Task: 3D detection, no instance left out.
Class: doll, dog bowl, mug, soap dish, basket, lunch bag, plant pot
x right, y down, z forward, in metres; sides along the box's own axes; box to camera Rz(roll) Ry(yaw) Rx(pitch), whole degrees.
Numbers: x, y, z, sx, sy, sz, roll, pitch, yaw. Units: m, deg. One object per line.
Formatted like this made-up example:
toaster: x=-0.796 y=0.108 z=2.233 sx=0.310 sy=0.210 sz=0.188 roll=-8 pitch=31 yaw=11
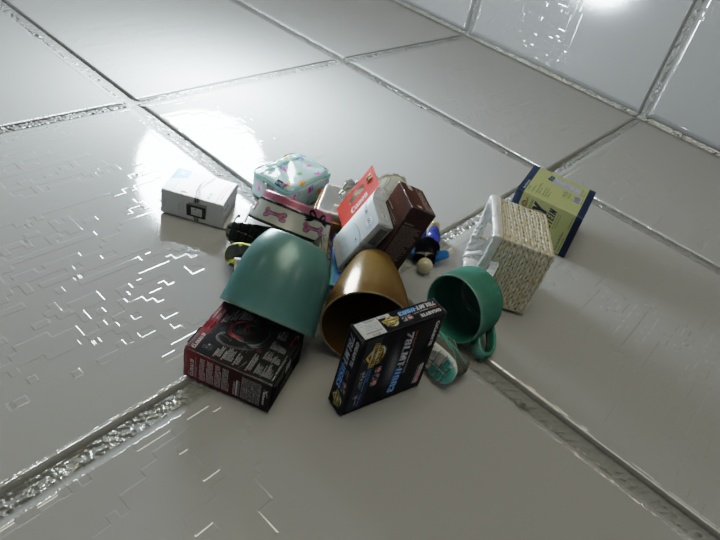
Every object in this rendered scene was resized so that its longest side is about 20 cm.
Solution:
doll: x=0.174 y=-0.062 z=1.603 sx=0.133 sy=0.049 sz=0.202 roll=15 pitch=37 yaw=1
dog bowl: x=-0.154 y=-0.124 z=1.443 sx=0.196 sy=0.075 sz=0.200 roll=22 pitch=2 yaw=-1
mug: x=0.238 y=0.084 z=1.378 sx=0.150 sy=0.189 sz=0.113 roll=14 pitch=25 yaw=43
soap dish: x=-0.020 y=-0.136 z=1.601 sx=0.196 sy=0.082 sz=0.159 roll=15 pitch=37 yaw=0
basket: x=0.353 y=-0.039 z=1.520 sx=0.157 sy=0.201 sz=0.202 roll=17 pitch=36 yaw=-4
lunch bag: x=-0.189 y=-0.242 z=1.676 sx=0.159 sy=0.078 sz=0.199 roll=34 pitch=41 yaw=23
plant pot: x=-0.150 y=0.018 z=1.209 sx=0.197 sy=0.164 sz=0.201 roll=23 pitch=-7 yaw=3
plant pot: x=0.020 y=0.051 z=1.281 sx=0.182 sy=0.189 sz=0.202 roll=13 pitch=39 yaw=-3

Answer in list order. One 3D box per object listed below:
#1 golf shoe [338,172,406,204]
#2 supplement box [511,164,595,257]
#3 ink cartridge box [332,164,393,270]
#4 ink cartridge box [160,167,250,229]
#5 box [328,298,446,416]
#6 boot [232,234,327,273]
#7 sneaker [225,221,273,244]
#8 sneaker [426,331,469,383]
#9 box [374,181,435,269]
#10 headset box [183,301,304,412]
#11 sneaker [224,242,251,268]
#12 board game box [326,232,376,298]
golf shoe: x=0.042 y=-0.183 z=1.574 sx=0.197 sy=0.079 sz=0.098 roll=-16 pitch=64 yaw=-28
supplement box: x=0.546 y=-0.177 z=1.810 sx=0.197 sy=0.136 sz=0.200 roll=28 pitch=39 yaw=16
ink cartridge box: x=-0.009 y=-0.124 z=1.417 sx=0.047 sy=0.160 sz=0.203 roll=15 pitch=44 yaw=-35
ink cartridge box: x=-0.375 y=-0.175 z=1.533 sx=0.196 sy=0.068 sz=0.117 roll=15 pitch=36 yaw=0
box: x=0.049 y=0.160 z=1.151 sx=0.195 sy=0.203 sz=0.050 roll=-13 pitch=45 yaw=-33
boot: x=-0.173 y=-0.002 z=1.334 sx=0.195 sy=0.073 sz=0.186 roll=10 pitch=78 yaw=-4
sneaker: x=-0.220 y=-0.067 z=1.466 sx=0.196 sy=0.077 sz=0.079 roll=20 pitch=19 yaw=0
sneaker: x=0.153 y=0.155 z=1.317 sx=0.090 sy=0.078 sz=0.201 roll=2 pitch=40 yaw=-43
box: x=0.074 y=-0.083 z=1.388 sx=0.074 sy=0.202 sz=0.101 roll=15 pitch=34 yaw=-29
headset box: x=-0.225 y=0.152 z=1.165 sx=0.196 sy=0.076 sz=0.149 roll=21 pitch=37 yaw=7
sneaker: x=-0.207 y=-0.024 z=1.397 sx=0.196 sy=0.076 sz=0.085 roll=20 pitch=6 yaw=-18
board game box: x=0.000 y=0.000 z=1.465 sx=0.149 sy=0.046 sz=0.202 roll=12 pitch=37 yaw=-6
